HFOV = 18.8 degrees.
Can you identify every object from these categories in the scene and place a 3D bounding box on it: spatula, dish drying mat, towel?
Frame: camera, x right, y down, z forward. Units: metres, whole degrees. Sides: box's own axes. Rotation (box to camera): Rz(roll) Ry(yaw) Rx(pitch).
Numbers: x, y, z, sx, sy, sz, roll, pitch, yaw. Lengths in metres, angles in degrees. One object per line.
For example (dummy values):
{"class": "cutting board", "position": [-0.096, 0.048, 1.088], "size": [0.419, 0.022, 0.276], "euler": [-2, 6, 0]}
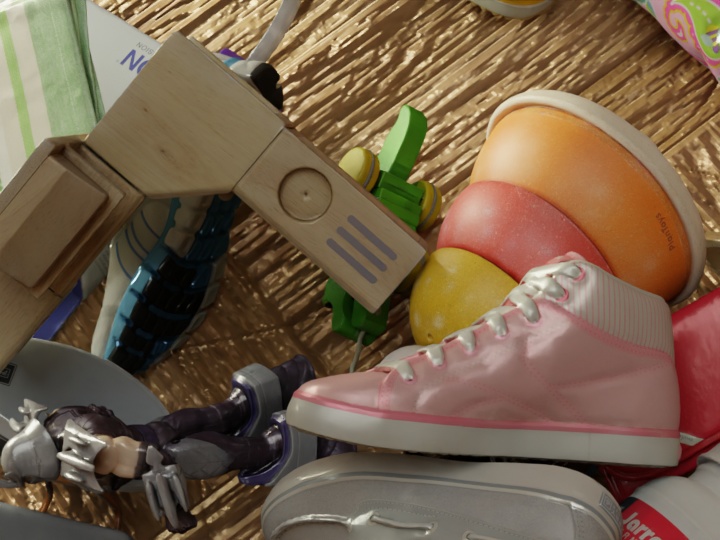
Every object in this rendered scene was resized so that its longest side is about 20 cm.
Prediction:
{"class": "spatula", "position": [-0.048, -0.156, 1.330], "size": [0.021, 0.056, 0.200], "euler": [-14, 47, 46]}
{"class": "dish drying mat", "position": [0.203, 0.043, 1.123], "size": [0.200, 0.018, 0.077], "euler": [-31, 80, 13]}
{"class": "towel", "position": [-0.229, -0.071, 1.272], "size": [0.200, 0.023, 0.153], "euler": [-17, 80, 29]}

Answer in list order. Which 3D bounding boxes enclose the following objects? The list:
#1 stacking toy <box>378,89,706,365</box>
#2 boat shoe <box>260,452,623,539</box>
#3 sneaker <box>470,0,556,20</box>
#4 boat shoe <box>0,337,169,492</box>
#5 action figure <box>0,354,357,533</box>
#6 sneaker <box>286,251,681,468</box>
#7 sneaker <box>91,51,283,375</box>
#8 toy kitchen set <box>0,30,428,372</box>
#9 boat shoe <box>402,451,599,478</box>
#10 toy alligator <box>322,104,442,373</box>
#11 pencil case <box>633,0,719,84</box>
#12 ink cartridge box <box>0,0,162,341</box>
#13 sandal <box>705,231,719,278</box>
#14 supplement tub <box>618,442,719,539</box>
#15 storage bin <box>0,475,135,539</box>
{"class": "stacking toy", "position": [0.073, 0.013, 1.145], "size": [0.146, 0.146, 0.200], "euler": [35, 62, 24]}
{"class": "boat shoe", "position": [0.029, 0.138, 1.054], "size": [0.200, 0.072, 0.069], "euler": [2, 41, 29]}
{"class": "sneaker", "position": [0.035, -0.227, 1.310], "size": [0.200, 0.090, 0.075], "euler": [21, 57, 13]}
{"class": "boat shoe", "position": [-0.197, 0.078, 1.232], "size": [0.200, 0.066, 0.070], "euler": [19, 64, 0]}
{"class": "action figure", "position": [-0.102, 0.096, 1.144], "size": [0.200, 0.070, 0.130], "euler": [-5, 22, -30]}
{"class": "sneaker", "position": [0.063, 0.041, 1.063], "size": [0.200, 0.075, 0.105], "euler": [4, 88, -13]}
{"class": "sneaker", "position": [-0.118, -0.038, 1.252], "size": [0.087, 0.075, 0.200], "euler": [25, 94, 25]}
{"class": "toy kitchen set", "position": [-0.097, 0.006, 1.122], "size": [0.180, 0.163, 0.200], "euler": [41, 95, -1]}
{"class": "boat shoe", "position": [0.058, 0.114, 1.160], "size": [0.200, 0.072, 0.072], "euler": [-40, 64, -8]}
{"class": "toy alligator", "position": [0.000, 0.000, 1.242], "size": [0.054, 0.059, 0.200], "euler": [-17, 55, 53]}
{"class": "pencil case", "position": [0.198, -0.175, 1.264], "size": [0.087, 0.087, 0.200], "euler": [-34, 62, -6]}
{"class": "ink cartridge box", "position": [-0.209, -0.078, 1.325], "size": [0.199, 0.041, 0.200], "euler": [31, 75, 23]}
{"class": "sandal", "position": [0.244, 0.065, 1.146], "size": [0.212, 0.078, 0.070], "euler": [39, 78, 18]}
{"class": "supplement tub", "position": [0.144, 0.192, 1.068], "size": [0.200, 0.140, 0.140], "euler": [-39, 64, -8]}
{"class": "storage bin", "position": [-0.181, 0.171, 1.148], "size": [0.200, 0.134, 0.146], "euler": [12, 68, 16]}
